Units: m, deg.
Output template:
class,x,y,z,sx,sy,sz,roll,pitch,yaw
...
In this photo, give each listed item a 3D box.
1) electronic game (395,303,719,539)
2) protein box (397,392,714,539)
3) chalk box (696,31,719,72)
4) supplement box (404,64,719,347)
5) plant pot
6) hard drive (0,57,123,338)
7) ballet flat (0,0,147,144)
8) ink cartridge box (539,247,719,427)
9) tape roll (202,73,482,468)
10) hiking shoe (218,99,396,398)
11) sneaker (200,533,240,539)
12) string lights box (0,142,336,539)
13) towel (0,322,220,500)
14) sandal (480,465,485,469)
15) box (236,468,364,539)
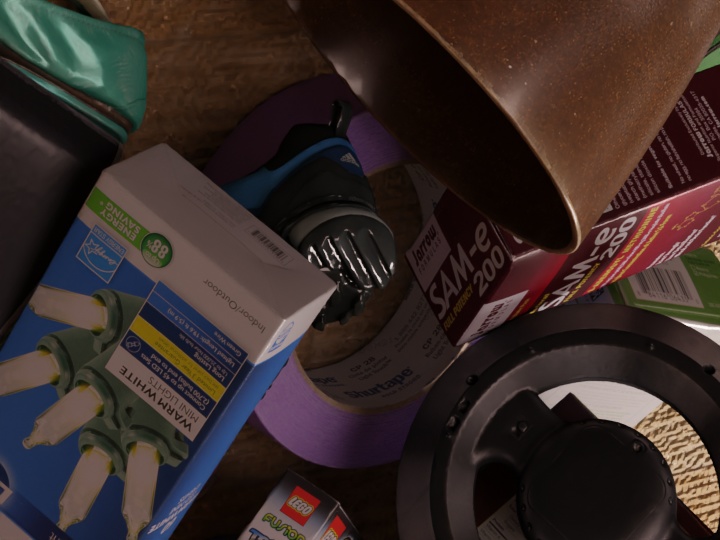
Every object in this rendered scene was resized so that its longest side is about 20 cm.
class,x,y,z,sx,sy,sz,roll,pitch,yaw
electronic game,0.116,0.113,0.970,0.200,0.199,0.042,-50,163,-11
protein box,0.090,0.209,1.063,0.200,0.135,0.199,-39,153,-11
chalk box,0.146,-0.186,1.034,0.124,0.124,0.201,-33,126,-16
supplement box,0.131,-0.038,1.002,0.199,0.061,0.109,-20,161,-22
plant pot,0.093,-0.143,0.852,0.200,0.187,0.187,-45,129,-8
hard drive,-0.206,-0.005,0.851,0.200,0.042,0.135,-47,126,10
ballet flat,-0.174,-0.120,0.874,0.199,0.067,0.071,26,66,-41
ink cartridge box,0.115,0.062,1.137,0.103,0.060,0.200,9,138,-40
tape roll,0.000,0.000,1.046,0.199,0.065,0.202,-15,116,-34
hiking shoe,-0.063,0.008,0.935,0.199,0.087,0.074,-33,138,28
sneaker,-0.114,0.216,1.027,0.199,0.082,0.071,-35,124,-23
string lights box,-0.107,0.056,0.875,0.201,0.103,0.059,-56,170,26
towel,-0.161,0.086,0.980,0.143,0.023,0.201,-41,127,-18
sandal,0.066,0.140,1.135,0.076,0.043,0.201,-21,143,-37
box,-0.035,0.187,1.049,0.110,0.035,0.200,-54,157,-12
